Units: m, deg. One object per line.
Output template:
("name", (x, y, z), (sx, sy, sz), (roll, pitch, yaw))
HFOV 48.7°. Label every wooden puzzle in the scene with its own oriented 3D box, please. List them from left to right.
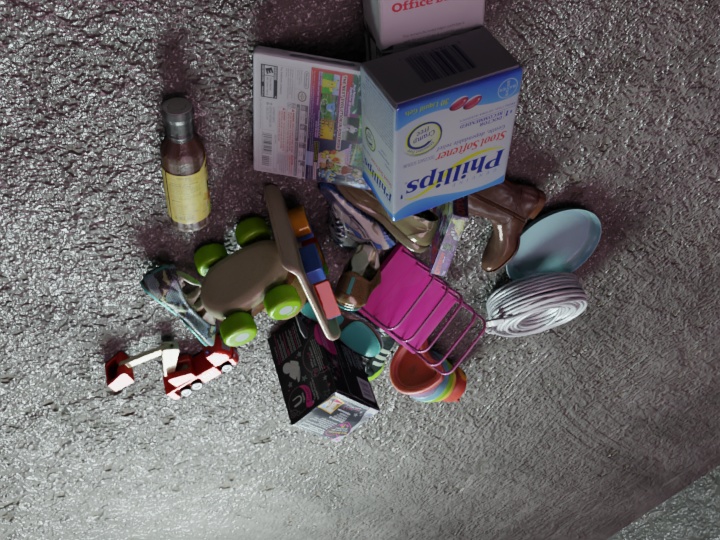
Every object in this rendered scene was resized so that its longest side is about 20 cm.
("wooden puzzle", (-0.079, -0.016, 1.230), (0.046, 0.186, 0.200), (-22, 139, 5))

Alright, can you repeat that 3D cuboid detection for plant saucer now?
("plant saucer", (0.367, -0.049, 1.531), (0.199, 0.028, 0.201), (-13, 139, -12))

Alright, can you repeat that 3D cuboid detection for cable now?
("cable", (0.350, 0.071, 1.590), (0.199, 0.070, 0.200), (-26, 154, 23))

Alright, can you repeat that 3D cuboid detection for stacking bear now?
("stacking bear", (0.155, 0.224, 1.664), (0.114, 0.122, 0.200), (-40, 144, 15))

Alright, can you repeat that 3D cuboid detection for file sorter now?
("file sorter", (0.113, 0.078, 1.426), (0.139, 0.125, 0.200), (-51, 131, -1))

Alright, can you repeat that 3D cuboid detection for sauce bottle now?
("sauce bottle", (-0.245, -0.145, 1.108), (0.064, 0.065, 0.201), (-10, 139, -16))

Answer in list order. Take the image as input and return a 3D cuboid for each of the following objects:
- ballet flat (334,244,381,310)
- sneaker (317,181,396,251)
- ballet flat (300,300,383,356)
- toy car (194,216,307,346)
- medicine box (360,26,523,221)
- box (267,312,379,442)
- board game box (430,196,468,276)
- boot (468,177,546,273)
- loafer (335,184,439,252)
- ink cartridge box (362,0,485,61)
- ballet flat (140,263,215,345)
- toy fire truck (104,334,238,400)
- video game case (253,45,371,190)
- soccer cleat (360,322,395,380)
("ballet flat", (0.000, 0.000, 1.267), (0.067, 0.200, 0.073), (15, 107, 7))
("sneaker", (-0.019, -0.077, 1.283), (0.085, 0.077, 0.200), (-31, 139, 15))
("ballet flat", (-0.031, 0.082, 1.433), (0.074, 0.074, 0.200), (-38, 125, 17))
("toy car", (-0.151, 0.041, 1.293), (0.157, 0.165, 0.200), (-31, 151, 8))
("medicine box", (0.102, -0.191, 1.053), (0.181, 0.103, 0.201), (-20, 142, -15))
("box", (-0.070, 0.188, 1.441), (0.115, 0.201, 0.132), (-38, 137, 19))
("board game box", (0.138, -0.102, 1.237), (0.032, 0.201, 0.121), (9, 132, -2))
("boot", (0.208, -0.090, 1.376), (0.199, 0.064, 0.187), (12, 114, -41))
("loafer", (0.042, -0.114, 1.218), (0.200, 0.076, 0.067), (39, 121, -8))
("ink cartridge box", (0.084, -0.314, 1.070), (0.144, 0.084, 0.201), (-15, 139, -9))
("ballet flat", (-0.275, 0.055, 1.297), (0.074, 0.075, 0.200), (-28, 143, 5))
("toy fire truck", (-0.331, 0.164, 1.408), (0.199, 0.049, 0.141), (-31, 139, 7))
("video game case", (-0.059, -0.206, 1.103), (0.181, 0.023, 0.201), (10, 136, 2))
("soccer cleat", (0.019, 0.154, 1.539), (0.081, 0.067, 0.201), (-37, 150, -35))
